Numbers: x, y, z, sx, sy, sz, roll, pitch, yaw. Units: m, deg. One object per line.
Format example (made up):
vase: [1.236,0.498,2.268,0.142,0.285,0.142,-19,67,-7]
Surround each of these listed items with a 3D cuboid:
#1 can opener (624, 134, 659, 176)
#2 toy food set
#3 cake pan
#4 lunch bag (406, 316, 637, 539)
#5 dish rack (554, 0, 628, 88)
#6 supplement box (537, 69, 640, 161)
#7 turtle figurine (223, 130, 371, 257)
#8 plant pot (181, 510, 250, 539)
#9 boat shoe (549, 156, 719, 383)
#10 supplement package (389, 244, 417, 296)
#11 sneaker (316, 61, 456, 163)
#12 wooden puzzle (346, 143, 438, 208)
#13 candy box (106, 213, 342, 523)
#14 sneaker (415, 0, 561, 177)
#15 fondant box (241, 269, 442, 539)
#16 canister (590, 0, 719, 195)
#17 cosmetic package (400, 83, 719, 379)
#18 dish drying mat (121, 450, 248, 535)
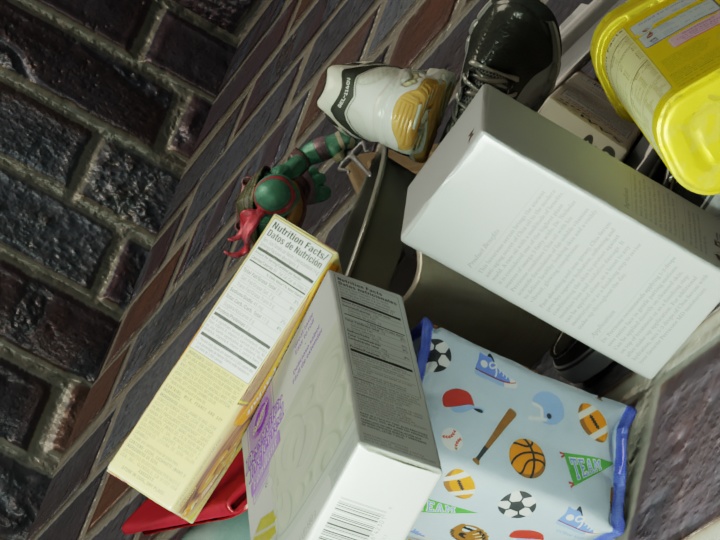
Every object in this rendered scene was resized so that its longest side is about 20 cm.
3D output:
can opener: [0.183,-0.029,1.508,0.200,0.053,0.067,-57,19,14]
toy food set: [0.030,0.062,1.454,0.200,0.143,0.060,-46,45,26]
cake pan: [0.000,0.000,1.624,0.200,0.037,0.201,-160,90,-85]
lunch bag: [0.063,0.134,1.368,0.200,0.170,0.124,-47,23,53]
dish rack: [0.177,-0.190,1.730,0.200,0.044,0.172,-45,0,-27]
supplement box: [0.153,-0.075,1.567,0.126,0.073,0.200,-57,-5,17]
turtle figurine: [-0.052,-0.049,1.656,0.200,0.101,0.150,96,-167,-85]
plant pot: [-0.048,0.220,1.502,0.200,0.200,0.134,-47,29,47]
boat shoe: [0.187,-0.006,1.438,0.200,0.057,0.069,-54,15,27]
supplement package: [0.035,0.047,1.796,0.156,0.111,0.200,-59,14,11]
sneaker: [0.019,-0.131,1.557,0.200,0.088,0.076,10,-81,-81]
wooden puzzle: [0.084,-0.079,1.805,0.200,0.185,0.046,-116,19,-77]
candy box: [-0.086,0.068,1.364,0.200,0.055,0.115,-58,-7,-9]
sneaker: [0.091,-0.107,1.537,0.116,0.075,0.200,-59,-11,-45]
fondant box: [-0.017,0.114,1.255,0.200,0.058,0.144,-100,34,-60]
canister: [0.242,-0.134,1.352,0.148,0.087,0.200,-27,21,6]
cosmetic package: [0.138,-0.024,1.346,0.101,0.200,0.071,-53,15,31]
dish drying mat: [-0.110,0.159,1.475,0.077,0.018,0.200,-46,11,-28]
